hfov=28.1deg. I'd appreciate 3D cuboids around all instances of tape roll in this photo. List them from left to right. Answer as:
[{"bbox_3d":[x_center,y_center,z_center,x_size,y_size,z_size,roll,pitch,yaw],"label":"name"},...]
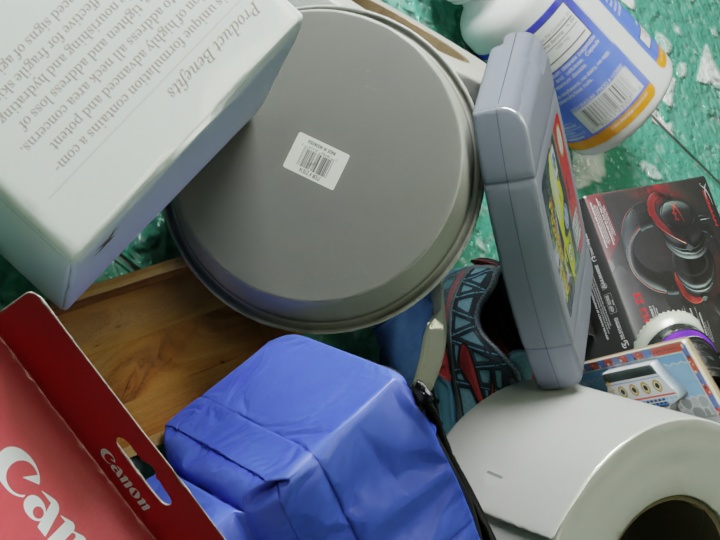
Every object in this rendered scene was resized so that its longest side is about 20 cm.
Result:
[{"bbox_3d":[0.021,-0.154,0.993,0.201,0.037,0.203,27,14,-7],"label":"tape roll"},{"bbox_3d":[0.148,0.179,0.910,0.201,0.139,0.205,-4,98,-32],"label":"tape roll"}]

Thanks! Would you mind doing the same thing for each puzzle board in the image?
[{"bbox_3d":[0.203,0.128,1.004,0.017,0.200,0.152,-33,93,-26],"label":"puzzle board"}]

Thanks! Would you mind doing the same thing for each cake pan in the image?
[{"bbox_3d":[-0.024,-0.064,0.850,0.037,0.198,0.202,66,4,-82],"label":"cake pan"}]

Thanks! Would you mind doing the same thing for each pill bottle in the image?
[{"bbox_3d":[0.152,-0.197,1.168,0.200,0.112,0.113,42,47,-20],"label":"pill bottle"}]

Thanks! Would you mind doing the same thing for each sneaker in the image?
[{"bbox_3d":[0.000,-0.001,0.931,0.110,0.202,0.077,-1,29,-14],"label":"sneaker"},{"bbox_3d":[0.101,0.088,0.992,0.079,0.095,0.202,-11,78,-45],"label":"sneaker"},{"bbox_3d":[0.236,0.140,1.045,0.069,0.100,0.202,-10,114,-10],"label":"sneaker"}]

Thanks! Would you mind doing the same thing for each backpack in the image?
[{"bbox_3d":[-0.019,0.162,0.797,0.167,0.162,0.201,-36,114,-15],"label":"backpack"}]

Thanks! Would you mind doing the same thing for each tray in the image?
[{"bbox_3d":[-0.120,0.050,0.849,0.199,0.037,0.099,-20,85,-45],"label":"tray"}]

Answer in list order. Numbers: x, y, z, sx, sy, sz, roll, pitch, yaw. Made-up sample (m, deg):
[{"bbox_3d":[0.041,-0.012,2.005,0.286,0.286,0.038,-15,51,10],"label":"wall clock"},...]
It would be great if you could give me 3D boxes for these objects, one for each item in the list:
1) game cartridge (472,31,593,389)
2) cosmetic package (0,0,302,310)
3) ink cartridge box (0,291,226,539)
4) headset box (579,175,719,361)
[{"bbox_3d":[0.112,-0.033,0.908,0.133,0.040,0.202,-64,143,-53],"label":"game cartridge"},{"bbox_3d":[-0.165,-0.114,0.732,0.200,0.166,0.168,43,74,-3],"label":"cosmetic package"},{"bbox_3d":[-0.160,0.132,0.670,0.201,0.175,0.084,53,44,-8],"label":"ink cartridge box"},{"bbox_3d":[0.224,0.013,1.159,0.199,0.075,0.150,-10,78,-45],"label":"headset box"}]
